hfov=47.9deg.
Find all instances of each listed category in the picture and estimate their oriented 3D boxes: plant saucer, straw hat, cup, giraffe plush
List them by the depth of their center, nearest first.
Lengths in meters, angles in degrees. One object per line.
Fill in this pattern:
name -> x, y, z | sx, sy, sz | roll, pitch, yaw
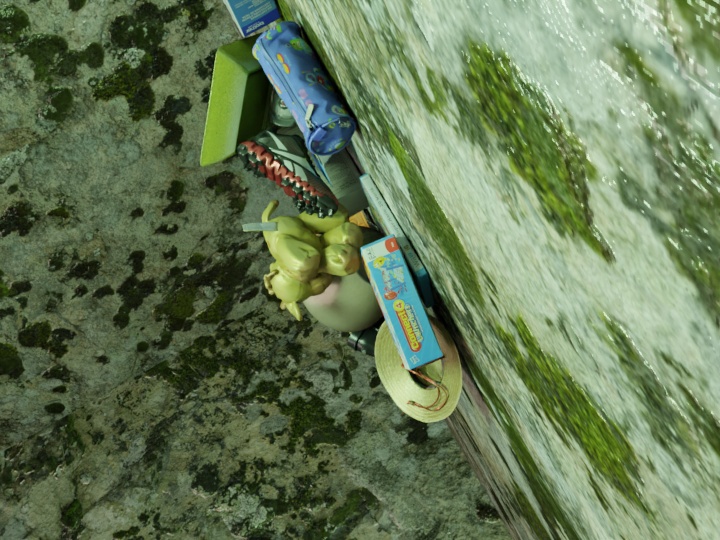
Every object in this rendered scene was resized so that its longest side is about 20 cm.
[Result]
giraffe plush -> -0.100, -0.008, 1.370 | 0.174, 0.198, 0.163 | -84, 1, -48
plant saucer -> -0.197, -0.286, 1.375 | 0.200, 0.047, 0.201 | -55, -18, -63
straw hat -> 0.124, 0.160, 1.442 | 0.085, 0.201, 0.202 | -14, -111, -48
cup -> 0.000, 0.000, 1.481 | 0.202, 0.199, 0.143 | 61, 150, 1

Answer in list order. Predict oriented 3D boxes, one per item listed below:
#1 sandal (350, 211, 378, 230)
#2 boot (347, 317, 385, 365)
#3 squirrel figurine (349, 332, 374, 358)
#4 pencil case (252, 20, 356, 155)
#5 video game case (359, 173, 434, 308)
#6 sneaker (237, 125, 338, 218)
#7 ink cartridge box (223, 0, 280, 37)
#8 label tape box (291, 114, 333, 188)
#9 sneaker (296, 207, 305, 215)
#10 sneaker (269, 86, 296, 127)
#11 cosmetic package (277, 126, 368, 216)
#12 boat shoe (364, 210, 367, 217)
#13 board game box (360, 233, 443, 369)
sandal -> -0.002, -0.073, 1.650 | 0.208, 0.079, 0.059 | 61, 171, -24
boot -> 0.086, 0.118, 1.581 | 0.161, 0.199, 0.074 | 29, 157, 15
squirrel figurine -> 0.066, 0.148, 1.712 | 0.187, 0.141, 0.200 | 54, -156, -13
pencil case -> -0.080, -0.255, 1.136 | 0.087, 0.078, 0.201 | 2, -125, -58
video game case -> 0.060, -0.046, 1.318 | 0.201, 0.018, 0.143 | 61, 177, 24
sneaker -> -0.104, -0.168, 1.334 | 0.200, 0.098, 0.071 | 37, 159, 14
ink cartridge box -> -0.199, -0.471, 1.282 | 0.137, 0.076, 0.200 | 61, 177, 25
label tape box -> -0.077, -0.253, 1.324 | 0.201, 0.063, 0.144 | 62, 179, -27
sneaker -> -0.111, -0.165, 1.695 | 0.201, 0.069, 0.090 | 63, 179, 16
sneaker -> -0.121, -0.329, 1.467 | 0.200, 0.073, 0.089 | -93, 11, -64
cosmetic package -> -0.068, -0.186, 1.472 | 0.201, 0.103, 0.073 | 62, 178, 28
boat shoe -> 0.012, -0.047, 1.734 | 0.074, 0.067, 0.201 | -71, -17, -65
board game box -> 0.062, 0.056, 1.293 | 0.200, 0.055, 0.198 | 81, 167, -83
